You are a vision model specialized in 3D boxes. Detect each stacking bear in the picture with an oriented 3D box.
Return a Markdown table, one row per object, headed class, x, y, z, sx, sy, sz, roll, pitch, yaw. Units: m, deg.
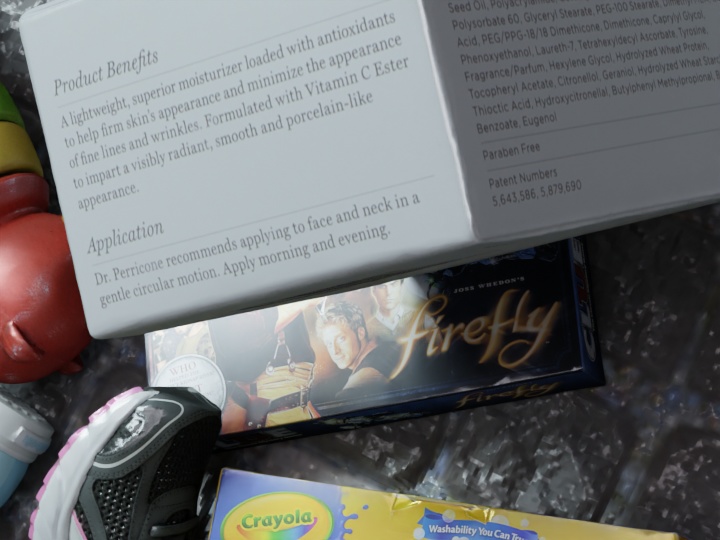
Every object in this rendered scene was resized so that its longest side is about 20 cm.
| class | x | y | z | sx | sy | sz | roll | pitch | yaw |
| --- | --- | --- | --- | --- | --- | --- | --- | --- | --- |
| stacking bear | -0.189 | -0.037 | 1.191 | 0.114 | 0.121 | 0.200 | -37 | 75 | 0 |

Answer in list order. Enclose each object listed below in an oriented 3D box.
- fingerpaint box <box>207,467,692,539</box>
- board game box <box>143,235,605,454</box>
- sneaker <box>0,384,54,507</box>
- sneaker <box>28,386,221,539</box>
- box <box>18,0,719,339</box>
| class | x | y | z | sx | sy | sz | roll | pitch | yaw |
| --- | --- | --- | --- | --- | --- | --- | --- | --- | --- |
| fingerpaint box | 0.031 | 0.178 | 1.066 | 0.200 | 0.073 | 0.167 | 6 | 79 | 22 |
| board game box | 0.000 | 0.000 | 1.145 | 0.200 | 0.035 | 0.136 | -12 | 72 | 18 |
| sneaker | -0.239 | 0.054 | 1.203 | 0.200 | 0.074 | 0.082 | 31 | 86 | 26 |
| sneaker | -0.094 | 0.143 | 1.108 | 0.086 | 0.080 | 0.200 | 33 | 115 | 27 |
| box | 0.015 | -0.065 | 0.985 | 0.199 | 0.200 | 0.131 | -14 | 89 | 41 |
